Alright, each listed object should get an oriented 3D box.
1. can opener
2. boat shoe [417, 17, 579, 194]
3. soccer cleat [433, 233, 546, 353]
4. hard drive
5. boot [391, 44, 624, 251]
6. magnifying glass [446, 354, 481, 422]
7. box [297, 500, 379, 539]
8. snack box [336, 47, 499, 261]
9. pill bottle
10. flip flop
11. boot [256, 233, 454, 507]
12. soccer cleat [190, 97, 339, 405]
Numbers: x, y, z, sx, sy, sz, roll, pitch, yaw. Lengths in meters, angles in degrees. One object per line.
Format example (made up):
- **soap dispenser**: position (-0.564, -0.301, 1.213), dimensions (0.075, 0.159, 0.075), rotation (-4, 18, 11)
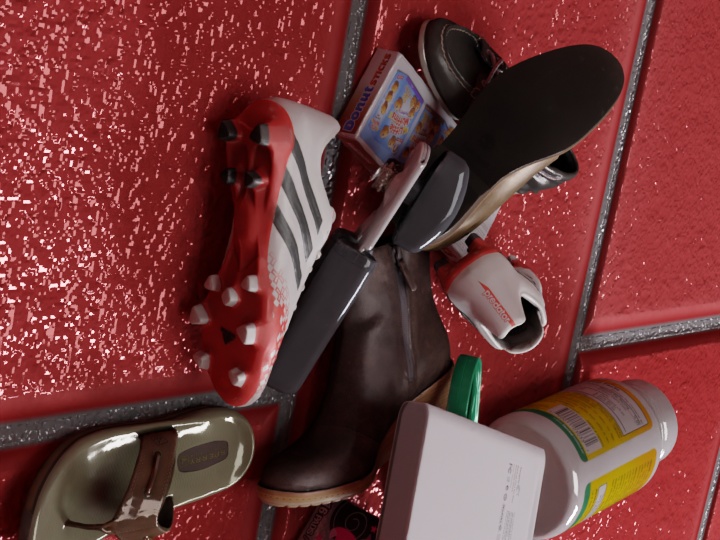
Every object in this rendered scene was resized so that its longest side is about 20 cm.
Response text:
- **can opener**: position (0.000, 0.000, 0.964), dimensions (0.066, 0.053, 0.201), rotation (34, 102, -11)
- **boat shoe**: position (0.108, -0.126, 1.073), dimensions (0.200, 0.057, 0.067), rotation (47, 45, -48)
- **soccer cleat**: position (0.113, 0.030, 1.110), dimensions (0.068, 0.085, 0.200), rotation (-37, 162, 6)
- **hard drive**: position (0.076, 0.180, 1.044), dimensions (0.200, 0.026, 0.133), rotation (27, 71, -55)
- **boot**: position (0.105, -0.087, 1.029), dimensions (0.200, 0.074, 0.075), rotation (-39, 163, -2)
- **magnifying glass**: position (0.083, 0.133, 1.151), dimensions (0.200, 0.022, 0.080), rotation (77, 24, -61)
- **box**: position (-0.009, 0.297, 1.087), dimensions (0.201, 0.114, 0.132), rotation (-59, 141, -14)
- **snack box**: position (0.051, -0.080, 1.066), dimensions (0.072, 0.024, 0.200), rotation (-61, 142, -12)
- **pill bottle**: position (0.203, 0.162, 1.290), dimensions (0.199, 0.112, 0.114), rotation (-16, 118, -47)
- **flip flop**: position (-0.134, 0.139, 0.910), dimensions (0.199, 0.057, 0.082), rotation (-13, 116, -48)
- **boot**: position (-0.010, 0.069, 1.044), dimensions (0.199, 0.072, 0.168), rotation (-22, 110, -43)
- **soccer cleat**: position (-0.056, -0.010, 0.922), dimensions (0.085, 0.068, 0.202), rotation (-4, 104, -46)
